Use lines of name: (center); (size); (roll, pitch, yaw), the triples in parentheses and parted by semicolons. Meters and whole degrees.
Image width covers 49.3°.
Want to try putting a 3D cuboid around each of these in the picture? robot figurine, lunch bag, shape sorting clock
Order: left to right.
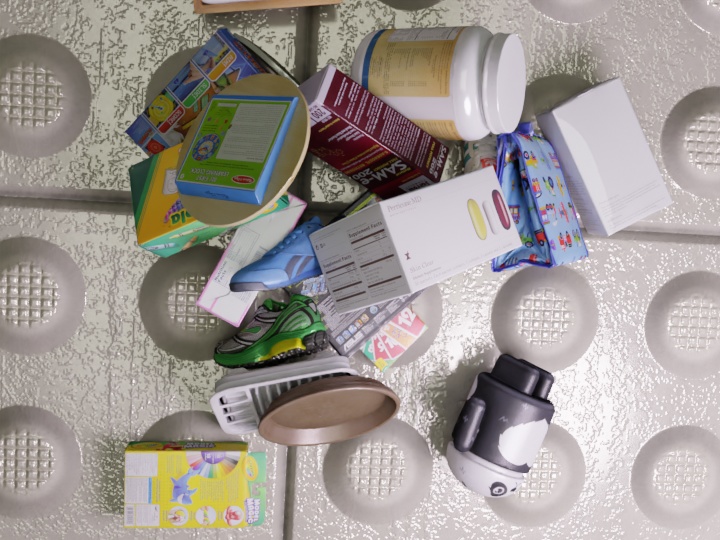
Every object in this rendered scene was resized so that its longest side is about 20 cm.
shape sorting clock: (-0.142, -0.145, 0.940); (0.200, 0.200, 0.039); (-50, 142, 1)
robot figurine: (0.204, 0.226, 1.127); (0.150, 0.125, 0.200); (23, 92, -4)
lunch bag: (0.240, -0.106, 1.082); (0.094, 0.150, 0.201); (-5, 92, 33)

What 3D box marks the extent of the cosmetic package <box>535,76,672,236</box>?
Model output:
cosmetic package: (0.349, -0.162, 1.128); (0.113, 0.081, 0.200); (-25, 96, -3)

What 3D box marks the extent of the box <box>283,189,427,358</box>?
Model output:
box: (0.000, 0.000, 1.103); (0.200, 0.044, 0.160); (-41, 97, -7)

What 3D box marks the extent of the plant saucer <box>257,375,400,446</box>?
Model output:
plant saucer: (-0.044, 0.195, 1.086); (0.199, 0.200, 0.030); (-11, 59, -4)

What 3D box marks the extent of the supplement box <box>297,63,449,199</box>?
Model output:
supplement box: (0.003, -0.169, 1.007); (0.200, 0.109, 0.061); (29, 65, -26)

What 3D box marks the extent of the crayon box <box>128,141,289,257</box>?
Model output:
crayon box: (-0.197, -0.109, 1.010); (0.200, 0.058, 0.119); (-20, 67, 18)

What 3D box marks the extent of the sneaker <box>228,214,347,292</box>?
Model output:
sneaker: (-0.087, -0.023, 1.002); (0.200, 0.066, 0.079); (-18, 102, -38)

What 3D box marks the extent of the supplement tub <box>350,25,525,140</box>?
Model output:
supplement tub: (0.102, -0.244, 1.027); (0.199, 0.145, 0.145); (7, 95, 26)

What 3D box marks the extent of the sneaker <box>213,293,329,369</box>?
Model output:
sneaker: (-0.126, 0.087, 1.080); (0.200, 0.078, 0.085); (-20, 74, 34)

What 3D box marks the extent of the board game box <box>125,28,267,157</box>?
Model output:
board game box: (-0.204, -0.205, 1.058); (0.200, 0.034, 0.135); (-39, 98, 21)

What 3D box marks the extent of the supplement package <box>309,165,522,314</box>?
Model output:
supplement package: (0.069, -0.038, 0.979); (0.200, 0.156, 0.111); (-22, 91, -37)

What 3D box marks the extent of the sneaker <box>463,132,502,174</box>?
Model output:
sneaker: (0.180, -0.163, 1.104); (0.070, 0.093, 0.200); (1, 95, -6)

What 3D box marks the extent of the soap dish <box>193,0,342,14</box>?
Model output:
soap dish: (-0.130, -0.429, 1.056); (0.199, 0.081, 0.158); (-6, 96, -5)

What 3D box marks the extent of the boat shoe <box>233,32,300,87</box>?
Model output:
boat shoe: (-0.110, -0.244, 1.079); (0.201, 0.072, 0.061); (40, 100, -1)

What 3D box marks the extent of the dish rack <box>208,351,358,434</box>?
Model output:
dish rack: (-0.103, 0.168, 1.089); (0.199, 0.172, 0.044); (-10, 59, -5)

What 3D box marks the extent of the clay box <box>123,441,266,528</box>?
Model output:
clay box: (-0.236, 0.309, 1.131); (0.199, 0.048, 0.115); (2, 95, -7)

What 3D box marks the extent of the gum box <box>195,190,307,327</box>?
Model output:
gum box: (-0.150, -0.022, 1.075); (0.066, 0.114, 0.200); (30, 91, -7)

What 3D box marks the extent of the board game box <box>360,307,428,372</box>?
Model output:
board game box: (-0.003, 0.045, 1.141); (0.096, 0.030, 0.200); (-45, 95, -1)
